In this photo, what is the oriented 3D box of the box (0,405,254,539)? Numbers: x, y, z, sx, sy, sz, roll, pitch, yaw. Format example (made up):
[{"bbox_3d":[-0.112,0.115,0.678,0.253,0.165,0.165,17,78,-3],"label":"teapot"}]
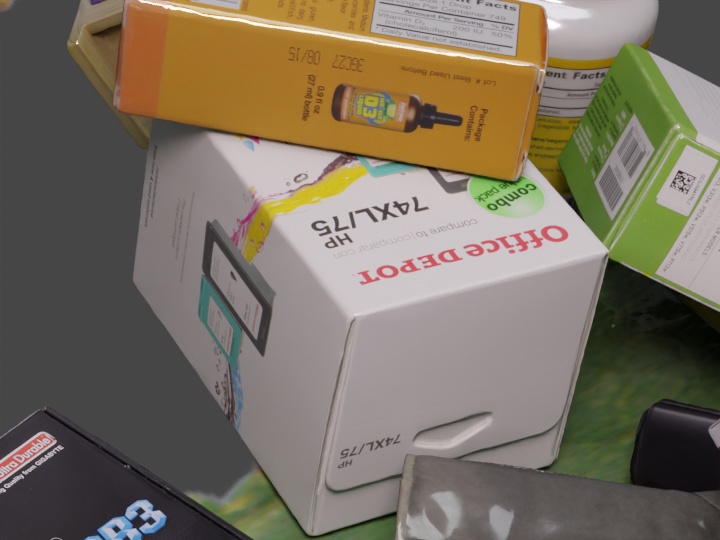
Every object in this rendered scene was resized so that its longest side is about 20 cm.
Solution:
[{"bbox_3d":[-0.130,0.167,1.140,0.198,0.050,0.200,32,42,22],"label":"box"}]

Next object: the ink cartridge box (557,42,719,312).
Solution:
[{"bbox_3d":[0.211,-0.022,1.310,0.200,0.076,0.148,26,17,-13],"label":"ink cartridge box"}]

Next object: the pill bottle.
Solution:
[{"bbox_3d":[0.097,-0.115,1.416,0.112,0.200,0.113,7,39,-6],"label":"pill bottle"}]

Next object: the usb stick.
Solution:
[{"bbox_3d":[0.220,0.105,1.251,0.200,0.056,0.033,11,3,34],"label":"usb stick"}]

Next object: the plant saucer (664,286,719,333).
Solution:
[{"bbox_3d":[0.257,0.007,1.396,0.200,0.049,0.200,-4,23,-20],"label":"plant saucer"}]

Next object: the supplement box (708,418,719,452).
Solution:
[{"bbox_3d":[0.246,0.133,1.132,0.109,0.061,0.200,-8,64,-52],"label":"supplement box"}]

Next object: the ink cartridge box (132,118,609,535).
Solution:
[{"bbox_3d":[0.000,0.000,1.294,0.147,0.146,0.200,-14,45,-28],"label":"ink cartridge box"}]

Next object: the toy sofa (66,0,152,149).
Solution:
[{"bbox_3d":[-0.055,-0.153,1.438,0.200,0.083,0.098,-18,38,24],"label":"toy sofa"}]

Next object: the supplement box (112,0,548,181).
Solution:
[{"bbox_3d":[-0.013,-0.101,1.246,0.200,0.067,0.069,11,36,0],"label":"supplement box"}]

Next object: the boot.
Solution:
[{"bbox_3d":[0.112,0.157,1.160,0.200,0.073,0.182,5,43,-3],"label":"boot"}]
